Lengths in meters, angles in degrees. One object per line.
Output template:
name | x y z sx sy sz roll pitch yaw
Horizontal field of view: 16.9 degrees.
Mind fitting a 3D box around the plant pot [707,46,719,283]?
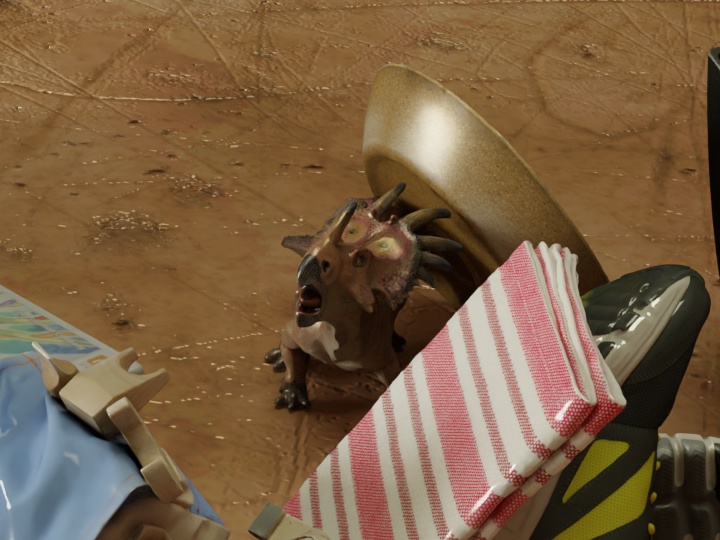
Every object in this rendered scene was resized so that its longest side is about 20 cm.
plant pot | 0.281 0.006 1.228 0.199 0.178 0.200 2 27 -9

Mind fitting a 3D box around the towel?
towel | 0.031 0.089 1.028 0.030 0.200 0.146 35 19 -19

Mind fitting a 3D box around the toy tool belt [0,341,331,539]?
toy tool belt | -0.118 0.095 1.015 0.200 0.123 0.125 24 70 38

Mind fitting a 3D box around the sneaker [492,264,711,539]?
sneaker | 0.096 0.089 1.043 0.085 0.200 0.074 37 -6 -18

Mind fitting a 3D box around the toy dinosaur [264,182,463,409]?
toy dinosaur | 0.000 0.000 1.232 0.086 0.136 0.200 2 26 -7

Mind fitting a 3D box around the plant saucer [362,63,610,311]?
plant saucer | 0.060 -0.016 1.253 0.035 0.200 0.200 -38 41 -13

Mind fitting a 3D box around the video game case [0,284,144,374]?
video game case | -0.242 0.044 1.225 0.200 0.022 0.182 26 32 36

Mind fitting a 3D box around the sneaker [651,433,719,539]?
sneaker | 0.095 0.092 1.136 0.200 0.075 0.116 -3 25 -15
